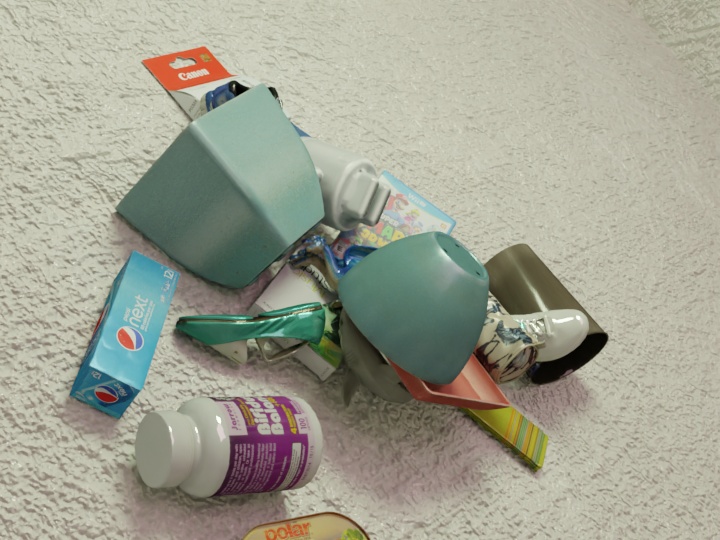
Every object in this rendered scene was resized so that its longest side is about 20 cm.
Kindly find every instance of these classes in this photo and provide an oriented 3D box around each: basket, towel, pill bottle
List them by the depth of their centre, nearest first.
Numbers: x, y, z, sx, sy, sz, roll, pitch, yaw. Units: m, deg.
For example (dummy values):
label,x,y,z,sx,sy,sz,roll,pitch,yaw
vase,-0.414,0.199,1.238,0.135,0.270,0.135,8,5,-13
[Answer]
label,x,y,z,sx,sy,sz,roll,pitch,yaw
pill bottle,-0.150,0.200,1.230,0.199,0.112,0.113,4,50,-41
towel,0.200,0.217,1.627,0.200,0.018,0.086,39,30,-3
basket,0.287,0.066,1.767,0.180,0.136,0.200,2,48,-50

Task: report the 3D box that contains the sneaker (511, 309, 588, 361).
label,x,y,z,sx,sy,sz,roll,pitch,yaw
sneaker,0.244,0.094,1.632,0.089,0.199,0.076,53,28,-57

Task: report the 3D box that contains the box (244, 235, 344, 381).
label,x,y,z,sx,sy,sz,roll,pitch,yaw
box,-0.064,0.050,1.531,0.144,0.036,0.200,39,37,-4

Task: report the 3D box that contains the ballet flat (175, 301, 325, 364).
label,x,y,z,sx,sy,sz,roll,pitch,yaw
ballet flat,-0.136,0.084,1.391,0.199,0.067,0.071,-5,90,-21

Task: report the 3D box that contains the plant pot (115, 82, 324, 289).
label,x,y,z,sx,sy,sz,roll,pitch,yaw
plant pot,-0.166,-0.097,1.462,0.200,0.196,0.196,48,36,-2

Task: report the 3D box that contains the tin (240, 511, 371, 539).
label,x,y,z,sx,sy,sz,roll,pitch,yaw
tin,-0.064,0.339,1.233,0.199,0.042,0.112,2,56,-42

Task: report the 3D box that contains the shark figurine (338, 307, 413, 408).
label,x,y,z,sx,sy,sz,roll,pitch,yaw
shark figurine,0.052,0.146,1.488,0.214,0.089,0.129,35,52,-39

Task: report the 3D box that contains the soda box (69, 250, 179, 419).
label,x,y,z,sx,sy,sz,roll,pitch,yaw
soda box,-0.278,0.072,1.282,0.068,0.064,0.201,29,38,-17

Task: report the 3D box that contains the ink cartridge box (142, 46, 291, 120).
label,x,y,z,sx,sy,sz,roll,pitch,yaw
ink cartridge box,-0.225,-0.288,1.715,0.200,0.057,0.162,53,37,6

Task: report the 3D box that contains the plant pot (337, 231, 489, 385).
label,x,y,z,sx,sy,sz,roll,pitch,yaw
plant pot,0.088,0.029,1.397,0.200,0.135,0.200,34,20,-15

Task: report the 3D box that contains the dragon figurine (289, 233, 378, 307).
label,x,y,z,sx,sy,sz,roll,pitch,yaw
dragon figurine,0.000,0.000,1.539,0.199,0.059,0.100,2,63,-22

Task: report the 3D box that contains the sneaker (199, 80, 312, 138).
label,x,y,z,sx,sy,sz,roll,pitch,yaw
sneaker,-0.140,-0.223,1.623,0.199,0.089,0.079,25,50,-38

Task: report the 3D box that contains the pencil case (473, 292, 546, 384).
label,x,y,z,sx,sy,sz,roll,pitch,yaw
pencil case,0.182,0.073,1.572,0.200,0.089,0.078,53,-10,36

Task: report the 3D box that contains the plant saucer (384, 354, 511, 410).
label,x,y,z,sx,sy,sz,roll,pitch,yaw
plant saucer,0.091,0.115,1.470,0.199,0.037,0.200,15,32,-49

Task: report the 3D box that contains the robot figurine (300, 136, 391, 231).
label,x,y,z,sx,sy,sz,roll,pitch,yaw
robot figurine,-0.054,-0.128,1.581,0.199,0.113,0.169,23,-5,29

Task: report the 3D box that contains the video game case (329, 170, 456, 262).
label,x,y,z,sx,sy,sz,roll,pitch,yaw
video game case,0.049,-0.049,1.640,0.143,0.018,0.200,35,52,-1
